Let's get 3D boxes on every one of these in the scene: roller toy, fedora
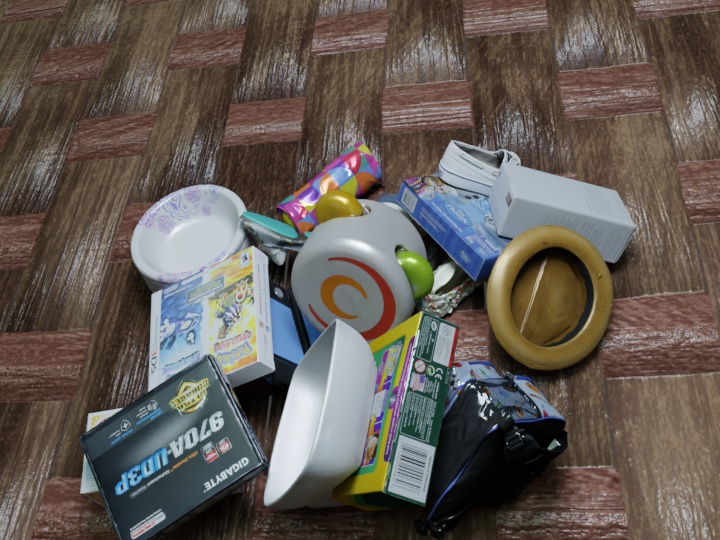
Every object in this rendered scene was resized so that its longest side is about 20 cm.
[{"bbox_3d":[0.000,0.000,1.045,0.197,0.184,0.141,29,39,0],"label":"roller toy"},{"bbox_3d":[0.260,0.040,1.038,0.195,0.082,0.207,1,82,-8],"label":"fedora"}]

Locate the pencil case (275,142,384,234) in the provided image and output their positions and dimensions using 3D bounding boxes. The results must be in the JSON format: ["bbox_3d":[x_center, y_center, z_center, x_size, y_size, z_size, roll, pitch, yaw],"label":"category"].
[{"bbox_3d":[-0.050,-0.133,1.244,0.199,0.089,0.088,-38,56,-17],"label":"pencil case"}]

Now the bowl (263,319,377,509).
[{"bbox_3d":[-0.043,0.185,0.885,0.073,0.200,0.204,21,54,-12],"label":"bowl"}]

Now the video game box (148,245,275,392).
[{"bbox_3d":[-0.216,0.085,1.039,0.196,0.047,0.186,-23,57,21],"label":"video game box"}]

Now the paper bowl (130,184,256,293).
[{"bbox_3d":[-0.266,-0.033,1.198,0.195,0.106,0.204,-7,50,8],"label":"paper bowl"}]

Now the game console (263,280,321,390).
[{"bbox_3d":[-0.071,0.075,1.084,0.117,0.170,0.203,-36,51,18],"label":"game console"}]

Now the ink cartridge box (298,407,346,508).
[{"bbox_3d":[0.019,0.241,0.973,0.194,0.068,0.119,-7,54,6],"label":"ink cartridge box"}]

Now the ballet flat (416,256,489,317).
[{"bbox_3d":[0.159,-0.004,1.119,0.075,0.065,0.200,32,66,30],"label":"ballet flat"}]

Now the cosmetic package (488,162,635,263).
[{"bbox_3d":[0.296,-0.086,1.086,0.194,0.075,0.103,12,36,-9],"label":"cosmetic package"}]

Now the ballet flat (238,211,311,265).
[{"bbox_3d":[-0.103,-0.037,1.158,0.195,0.072,0.074,13,51,-19],"label":"ballet flat"}]

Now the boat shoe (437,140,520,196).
[{"bbox_3d":[0.219,-0.157,1.143,0.195,0.067,0.073,15,35,-9],"label":"boat shoe"}]

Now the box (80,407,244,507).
[{"bbox_3d":[-0.267,0.250,1.000,0.194,0.102,0.115,-10,58,4],"label":"box"}]

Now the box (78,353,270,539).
[{"bbox_3d":[-0.233,0.227,0.915,0.197,0.046,0.161,-31,69,-3],"label":"box"}]

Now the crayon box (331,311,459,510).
[{"bbox_3d":[0.039,0.171,0.859,0.057,0.172,0.205,20,66,-13],"label":"crayon box"}]

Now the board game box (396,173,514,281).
[{"bbox_3d":[0.189,-0.081,1.126,0.195,0.044,0.201,-13,47,-36],"label":"board game box"}]

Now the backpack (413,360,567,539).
[{"bbox_3d":[0.153,0.207,0.894,0.202,0.187,0.156,-54,45,27],"label":"backpack"}]

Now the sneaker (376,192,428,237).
[{"bbox_3d":[0.028,-0.079,1.178,0.196,0.076,0.085,-17,50,-30],"label":"sneaker"}]
